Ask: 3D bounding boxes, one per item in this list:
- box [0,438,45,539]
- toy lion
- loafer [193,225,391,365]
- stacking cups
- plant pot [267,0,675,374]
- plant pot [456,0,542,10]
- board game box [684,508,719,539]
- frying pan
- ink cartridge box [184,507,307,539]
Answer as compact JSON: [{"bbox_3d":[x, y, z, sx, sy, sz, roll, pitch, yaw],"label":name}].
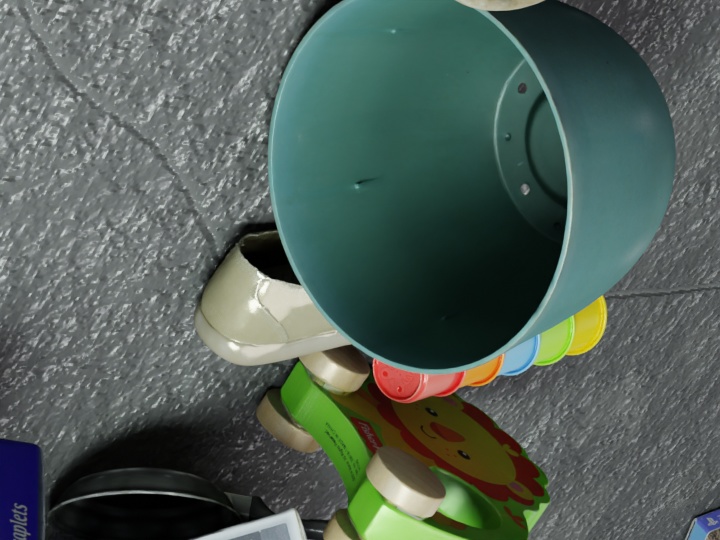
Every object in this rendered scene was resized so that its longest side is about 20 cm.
[{"bbox_3d":[-0.270,0.170,1.043,0.198,0.105,0.185,9,125,-15],"label":"box"},{"bbox_3d":[0.044,0.121,1.298,0.191,0.200,0.069,22,110,-32],"label":"toy lion"},{"bbox_3d":[0.000,0.000,1.222,0.199,0.076,0.069,-18,144,-30],"label":"loafer"},{"bbox_3d":[0.082,0.039,1.322,0.199,0.060,0.061,-13,137,-54],"label":"stacking cups"},{"bbox_3d":[0.075,-0.058,1.142,0.160,0.200,0.201,-14,137,-49],"label":"plant pot"},{"bbox_3d":[0.032,-0.217,0.929,0.200,0.184,0.201,-26,142,-22],"label":"plant pot"},{"bbox_3d":[0.387,0.288,1.801,0.159,0.200,0.097,-15,136,-35],"label":"board game box"},{"bbox_3d":[-0.091,0.137,1.238,0.188,0.031,0.115,-7,156,13],"label":"frying pan"},{"bbox_3d":[-0.119,0.205,1.251,0.199,0.044,0.198,-17,161,-3],"label":"ink cartridge box"}]
